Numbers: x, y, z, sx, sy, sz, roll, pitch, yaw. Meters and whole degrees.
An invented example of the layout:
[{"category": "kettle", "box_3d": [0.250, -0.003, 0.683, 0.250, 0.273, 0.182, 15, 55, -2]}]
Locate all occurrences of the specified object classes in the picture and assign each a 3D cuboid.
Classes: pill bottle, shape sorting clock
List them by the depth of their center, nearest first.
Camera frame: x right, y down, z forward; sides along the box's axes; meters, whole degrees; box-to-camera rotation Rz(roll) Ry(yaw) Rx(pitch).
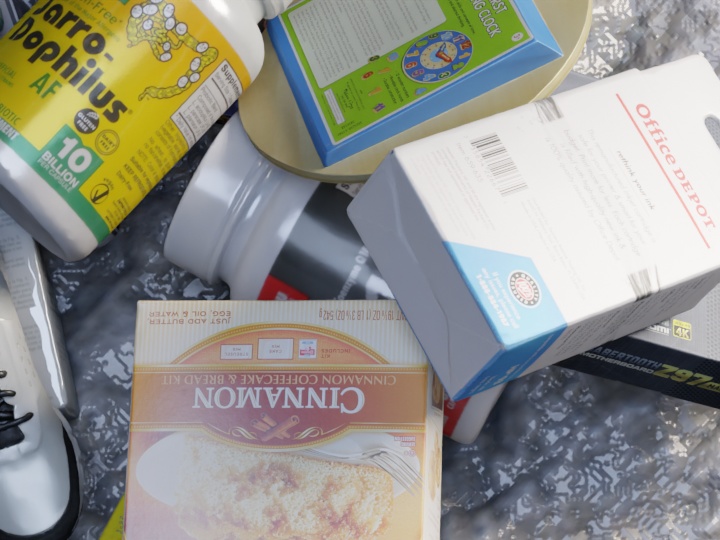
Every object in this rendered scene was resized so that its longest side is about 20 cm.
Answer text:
[{"category": "pill bottle", "box_3d": [-0.123, -0.112, 1.383, 0.113, 0.113, 0.200, 42, 80, 6]}, {"category": "shape sorting clock", "box_3d": [0.029, -0.117, 1.393, 0.200, 0.039, 0.200, -18, 41, 16]}, {"category": "pill bottle", "box_3d": [0.000, 0.000, 1.428, 0.200, 0.114, 0.114, 29, 84, 5]}]

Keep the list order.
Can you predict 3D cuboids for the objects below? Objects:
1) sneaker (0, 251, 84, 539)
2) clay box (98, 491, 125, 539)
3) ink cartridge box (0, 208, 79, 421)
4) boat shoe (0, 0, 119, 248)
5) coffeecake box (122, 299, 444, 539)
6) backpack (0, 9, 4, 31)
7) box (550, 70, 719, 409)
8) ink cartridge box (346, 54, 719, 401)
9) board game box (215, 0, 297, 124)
[{"category": "sneaker", "box_3d": [-0.207, 0.058, 1.399, 0.074, 0.080, 0.200, -23, 81, -4]}, {"category": "clay box", "box_3d": [-0.070, 0.138, 1.414, 0.115, 0.048, 0.200, 22, 57, 11]}, {"category": "ink cartridge box", "box_3d": [-0.258, 0.004, 1.474, 0.160, 0.047, 0.200, -13, 77, 0]}, {"category": "boat shoe", "box_3d": [-0.164, -0.113, 1.474, 0.066, 0.070, 0.200, -22, 75, 0]}, {"category": "coffeecake box", "box_3d": [-0.038, 0.120, 1.319, 0.153, 0.073, 0.200, 0, 75, 9]}, {"category": "backpack", "box_3d": [-0.293, -0.148, 1.423, 0.200, 0.167, 0.127, -5, 90, 11]}, {"category": "box", "box_3d": [0.159, -0.015, 1.395, 0.200, 0.051, 0.158, 16, 56, -20]}, {"category": "ink cartridge box", "box_3d": [0.110, -0.024, 1.300, 0.200, 0.067, 0.116, -19, 71, -31]}, {"category": "board game box", "box_3d": [-0.021, -0.176, 1.490, 0.135, 0.034, 0.200, 10, 83, 3]}]
